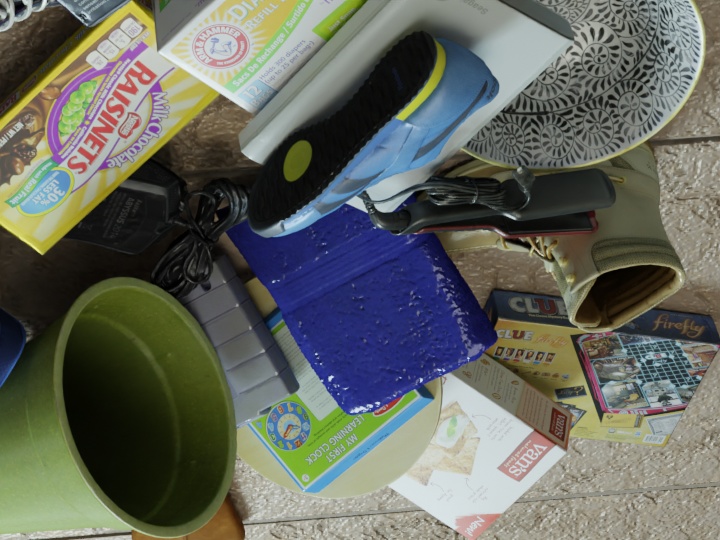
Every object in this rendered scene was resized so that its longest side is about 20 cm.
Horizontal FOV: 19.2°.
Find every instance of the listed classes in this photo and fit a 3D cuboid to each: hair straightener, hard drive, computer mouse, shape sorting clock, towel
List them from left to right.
[{"bbox_3d":[-0.192,-0.056,1.590,0.200,0.053,0.139,18,136,-22],"label":"computer mouse"},{"bbox_3d":[-0.031,0.089,1.701,0.200,0.039,0.200,5,106,18],"label":"shape sorting clock"},{"bbox_3d":[0.000,0.000,1.620,0.148,0.050,0.200,-28,99,24],"label":"towel"},{"bbox_3d":[0.030,-0.123,1.436,0.132,0.026,0.200,23,129,-34],"label":"hard drive"},{"bbox_3d":[0.091,-0.058,1.494,0.200,0.041,0.077,1,147,-22],"label":"hair straightener"}]

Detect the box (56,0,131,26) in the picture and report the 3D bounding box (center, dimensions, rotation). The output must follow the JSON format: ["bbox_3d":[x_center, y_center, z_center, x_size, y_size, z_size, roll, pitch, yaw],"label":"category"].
[{"bbox_3d":[-0.196,-0.275,1.304,0.104,0.148,0.200,-31,130,23],"label":"box"}]

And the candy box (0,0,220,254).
[{"bbox_3d":[-0.194,-0.103,1.495,0.200,0.026,0.102,-41,124,19],"label":"candy box"}]

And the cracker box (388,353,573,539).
[{"bbox_3d":[0.057,0.121,1.760,0.200,0.058,0.134,33,124,-11],"label":"cracker box"}]

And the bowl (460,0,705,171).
[{"bbox_3d":[0.134,-0.174,1.490,0.201,0.094,0.201,-4,136,-4],"label":"bowl"}]

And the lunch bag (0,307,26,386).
[{"bbox_3d":[-0.348,0.053,1.585,0.132,0.200,0.136,39,86,-35],"label":"lunch bag"}]

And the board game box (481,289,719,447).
[{"bbox_3d":[0.188,0.085,1.802,0.200,0.035,0.136,8,133,-15],"label":"board game box"}]

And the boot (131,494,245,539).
[{"bbox_3d":[-0.205,0.193,1.852,0.188,0.068,0.200,-13,143,-5],"label":"boot"}]

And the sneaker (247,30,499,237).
[{"bbox_3d":[0.009,-0.077,1.415,0.078,0.066,0.200,25,128,-39],"label":"sneaker"}]

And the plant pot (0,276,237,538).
[{"bbox_3d":[-0.230,0.125,1.634,0.190,0.200,0.200,-18,137,34],"label":"plant pot"}]

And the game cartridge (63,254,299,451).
[{"bbox_3d":[-0.160,0.086,1.704,0.200,0.038,0.130,-27,99,21],"label":"game cartridge"}]

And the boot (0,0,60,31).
[{"bbox_3d":[-0.241,-0.184,1.428,0.200,0.090,0.073,-8,135,0],"label":"boot"}]

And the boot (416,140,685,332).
[{"bbox_3d":[0.138,-0.017,1.605,0.200,0.155,0.073,-14,135,6],"label":"boot"}]

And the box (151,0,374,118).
[{"bbox_3d":[-0.036,-0.209,1.424,0.112,0.101,0.200,31,124,-34],"label":"box"}]
